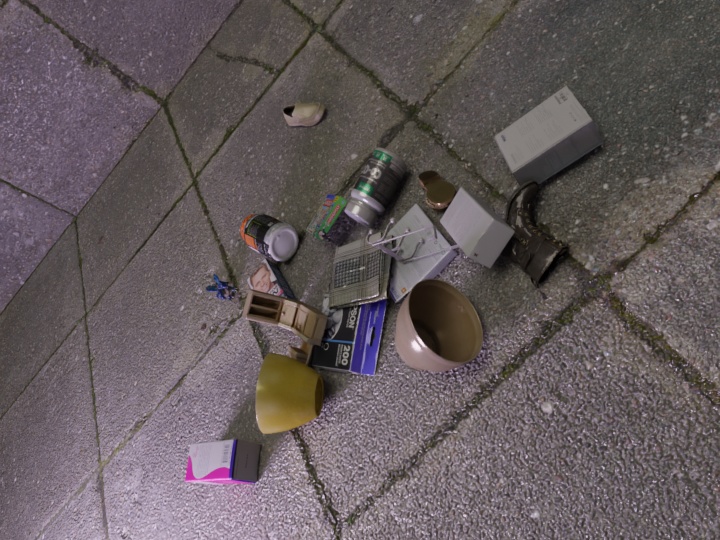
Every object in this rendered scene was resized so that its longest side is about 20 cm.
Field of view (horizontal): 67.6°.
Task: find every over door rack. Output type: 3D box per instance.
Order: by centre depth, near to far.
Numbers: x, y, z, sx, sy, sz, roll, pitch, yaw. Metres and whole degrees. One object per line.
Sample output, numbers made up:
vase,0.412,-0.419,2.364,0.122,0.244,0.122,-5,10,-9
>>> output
over door rack,0.133,-0.073,1.291,0.196,0.146,0.069,-3,71,39

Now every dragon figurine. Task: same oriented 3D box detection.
dragon figurine,-0.486,0.053,1.831,0.198,0.099,0.060,27,84,44

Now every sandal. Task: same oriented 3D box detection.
sandal,0.205,-0.193,1.413,0.076,0.071,0.213,-19,31,1

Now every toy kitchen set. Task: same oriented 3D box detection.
toy kitchen set,-0.217,0.167,1.467,0.199,0.177,0.168,17,91,62

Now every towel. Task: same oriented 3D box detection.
towel,0.000,0.000,1.426,0.196,0.034,0.197,-13,54,32

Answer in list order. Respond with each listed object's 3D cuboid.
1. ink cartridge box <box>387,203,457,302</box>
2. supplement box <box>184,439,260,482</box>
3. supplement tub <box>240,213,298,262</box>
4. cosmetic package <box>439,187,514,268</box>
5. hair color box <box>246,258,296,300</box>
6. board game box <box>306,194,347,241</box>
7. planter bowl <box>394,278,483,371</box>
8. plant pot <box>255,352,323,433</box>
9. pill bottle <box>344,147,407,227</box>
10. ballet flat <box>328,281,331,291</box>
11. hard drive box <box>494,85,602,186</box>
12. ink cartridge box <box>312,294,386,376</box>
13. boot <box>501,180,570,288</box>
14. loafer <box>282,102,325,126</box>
ink cartridge box,0.130,-0.042,1.406,0.200,0.040,0.201,-44,48,14
supplement box,-0.383,0.534,1.494,0.196,0.103,0.104,-15,59,32
supplement tub,-0.300,-0.112,1.746,0.198,0.122,0.125,25,84,44
cosmetic package,0.266,-0.103,1.248,0.103,0.070,0.201,-58,23,20
hair color box,-0.277,0.065,1.677,0.100,0.060,0.201,-47,46,10
board game box,-0.105,-0.162,1.610,0.136,0.029,0.200,-58,16,0
planter bowl,0.157,0.140,1.205,0.135,0.195,0.205,-49,39,46
plant pot,-0.172,0.319,1.390,0.138,0.201,0.205,1,65,9
pill bottle,0.042,-0.233,1.529,0.112,0.112,0.203,25,85,44
ballet flat,-0.007,0.046,1.475,0.196,0.069,0.046,-5,20,41
hard drive box,0.430,-0.305,1.250,0.198,0.077,0.158,-32,40,23
ink cartridge box,-0.032,0.166,1.422,0.196,0.043,0.204,-1,73,39
boot,0.392,-0.083,1.197,0.173,0.068,0.203,38,104,44
loafer,-0.211,-0.568,1.945,0.196,0.068,0.078,1,68,40
